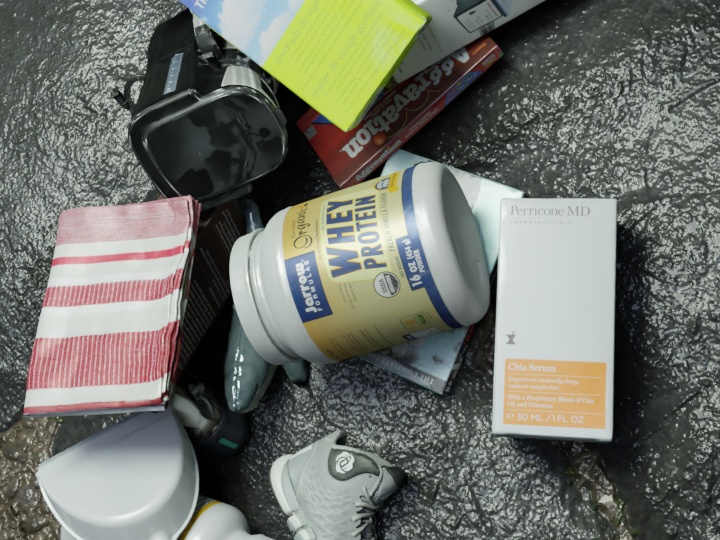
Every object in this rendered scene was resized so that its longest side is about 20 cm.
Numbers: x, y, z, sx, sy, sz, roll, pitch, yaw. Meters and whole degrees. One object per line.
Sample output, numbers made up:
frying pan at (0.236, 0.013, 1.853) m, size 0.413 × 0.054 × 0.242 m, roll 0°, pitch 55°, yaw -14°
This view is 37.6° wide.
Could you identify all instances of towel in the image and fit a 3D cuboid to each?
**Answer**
towel at (-0.219, 0.028, 0.928) m, size 0.143 × 0.023 × 0.201 m, roll -6°, pitch 62°, yaw 17°

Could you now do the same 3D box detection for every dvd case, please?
dvd case at (0.056, -0.002, 0.997) m, size 0.145 × 0.022 × 0.201 m, roll 23°, pitch 89°, yaw 25°

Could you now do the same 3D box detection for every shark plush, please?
shark plush at (-0.095, 0.035, 1.011) m, size 0.090 × 0.083 × 0.201 m, roll 10°, pitch 87°, yaw 23°

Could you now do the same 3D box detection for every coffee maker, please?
coffee maker at (-0.155, -0.152, 1.018) m, size 0.192 × 0.134 × 0.201 m, roll -41°, pitch 29°, yaw 26°

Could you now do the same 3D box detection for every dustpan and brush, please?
dustpan and brush at (-0.188, 0.219, 0.932) m, size 0.139 × 0.057 × 0.200 m, roll -27°, pitch 41°, yaw -18°

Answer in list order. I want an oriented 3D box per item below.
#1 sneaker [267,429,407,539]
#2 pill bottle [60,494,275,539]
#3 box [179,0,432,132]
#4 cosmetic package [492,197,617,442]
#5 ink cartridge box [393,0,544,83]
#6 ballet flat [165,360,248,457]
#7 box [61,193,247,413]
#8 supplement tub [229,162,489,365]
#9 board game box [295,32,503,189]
sneaker at (0.003, 0.232, 0.943) m, size 0.115 × 0.075 × 0.201 m, roll -34°, pitch 68°, yaw 10°
pill bottle at (-0.175, 0.259, 0.993) m, size 0.199 × 0.104 × 0.105 m, roll 14°, pitch 85°, yaw 24°
box at (-0.053, -0.229, 0.919) m, size 0.200 × 0.048 × 0.122 m, roll 37°, pitch 110°, yaw 0°
cosmetic package at (0.167, 0.043, 0.904) m, size 0.101 × 0.071 × 0.202 m, roll 1°, pitch 80°, yaw 11°
ink cartridge box at (0.085, -0.293, 0.990) m, size 0.199 × 0.086 × 0.147 m, roll -29°, pitch 55°, yaw 12°
ballet flat at (-0.194, 0.113, 1.050) m, size 0.200 × 0.073 × 0.073 m, roll 35°, pitch 93°, yaw 25°
box at (-0.186, 0.022, 1.009) m, size 0.074 × 0.100 × 0.201 m, roll 14°, pitch 58°, yaw 24°
supplement tub at (0.000, 0.000, 0.929) m, size 0.199 × 0.144 × 0.145 m, roll -17°, pitch 73°, yaw 18°
board game box at (0.034, -0.176, 1.031) m, size 0.200 × 0.019 × 0.103 m, roll -41°, pitch 56°, yaw 10°
